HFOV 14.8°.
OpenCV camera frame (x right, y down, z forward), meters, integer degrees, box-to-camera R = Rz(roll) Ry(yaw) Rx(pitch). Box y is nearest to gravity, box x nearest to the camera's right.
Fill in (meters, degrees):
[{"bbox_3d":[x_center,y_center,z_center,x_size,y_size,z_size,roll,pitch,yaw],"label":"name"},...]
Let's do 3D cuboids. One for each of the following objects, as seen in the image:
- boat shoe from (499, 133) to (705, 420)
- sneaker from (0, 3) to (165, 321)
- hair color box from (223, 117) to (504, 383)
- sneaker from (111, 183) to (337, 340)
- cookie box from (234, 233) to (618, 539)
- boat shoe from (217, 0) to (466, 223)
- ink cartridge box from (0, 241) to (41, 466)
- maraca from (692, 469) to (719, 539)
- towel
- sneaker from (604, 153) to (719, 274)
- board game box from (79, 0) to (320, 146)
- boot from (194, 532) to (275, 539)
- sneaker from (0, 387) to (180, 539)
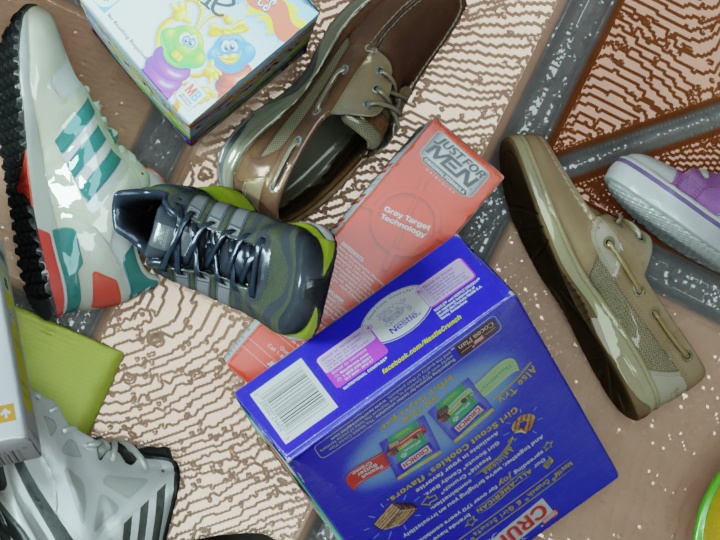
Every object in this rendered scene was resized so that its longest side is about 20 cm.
[{"bbox_3d":[0.153,-0.005,1.776,0.064,0.071,0.200,-29,99,-10],"label":"boat shoe"},{"bbox_3d":[-0.176,-0.071,1.764,0.093,0.070,0.200,-7,87,-21],"label":"sneaker"},{"bbox_3d":[0.000,0.000,1.747,0.061,0.102,0.200,40,88,-3],"label":"hair color box"},{"bbox_3d":[-0.084,-0.008,1.670,0.081,0.200,0.074,9,96,-34],"label":"sneaker"},{"bbox_3d":[0.044,0.102,1.705,0.171,0.075,0.200,-36,135,-4],"label":"cookie box"},{"bbox_3d":[-0.001,-0.104,1.752,0.200,0.072,0.076,-49,135,4],"label":"boat shoe"},{"bbox_3d":[-0.308,0.042,1.693,0.197,0.047,0.200,-14,62,3],"label":"ink cartridge box"},{"bbox_3d":[0.301,0.149,1.758,0.200,0.107,0.137,-42,91,-3],"label":"maraca"},{"bbox_3d":[-0.229,0.127,1.776,0.086,0.018,0.200,24,87,-8],"label":"towel"},{"bbox_3d":[0.259,-0.050,1.783,0.200,0.073,0.114,28,84,-13],"label":"sneaker"},{"bbox_3d":[-0.099,-0.151,1.694,0.103,0.200,0.105,-41,91,-3],"label":"board game box"},{"bbox_3d":[-0.134,0.232,1.761,0.200,0.074,0.076,-27,109,1],"label":"boot"},{"bbox_3d":[-0.185,0.112,1.750,0.115,0.076,0.201,-23,90,-24],"label":"sneaker"}]
